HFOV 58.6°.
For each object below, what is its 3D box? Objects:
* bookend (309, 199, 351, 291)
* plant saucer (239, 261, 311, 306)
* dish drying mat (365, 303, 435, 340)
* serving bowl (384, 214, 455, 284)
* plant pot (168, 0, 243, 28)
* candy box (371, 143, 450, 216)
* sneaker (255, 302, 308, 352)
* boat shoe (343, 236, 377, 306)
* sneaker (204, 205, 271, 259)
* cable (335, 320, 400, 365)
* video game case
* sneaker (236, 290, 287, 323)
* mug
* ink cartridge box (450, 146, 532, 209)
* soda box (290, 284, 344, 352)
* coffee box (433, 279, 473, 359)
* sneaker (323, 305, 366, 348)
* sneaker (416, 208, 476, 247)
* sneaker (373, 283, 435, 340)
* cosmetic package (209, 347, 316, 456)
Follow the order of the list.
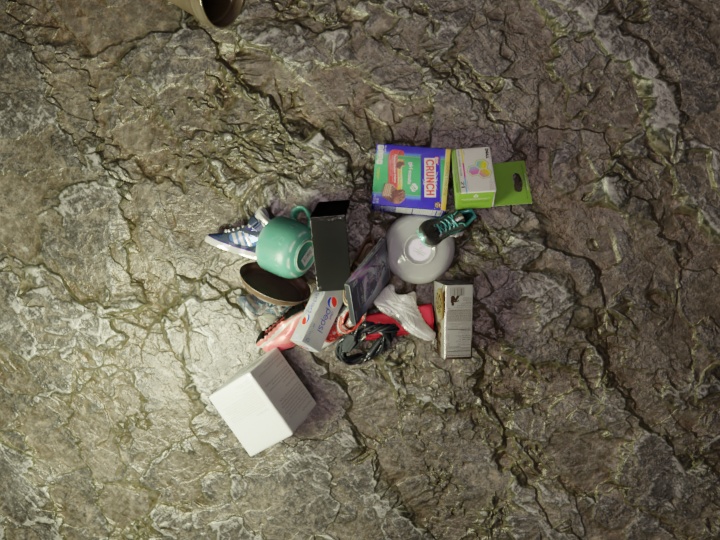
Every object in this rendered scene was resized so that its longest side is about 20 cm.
[{"bbox_3d":[-0.070,-0.070,1.709,0.092,0.199,0.201,-4,106,4],"label":"bookend"},{"bbox_3d":[-0.231,0.040,1.716,0.200,0.200,0.032,25,112,1],"label":"plant saucer"},{"bbox_3d":[0.107,0.145,1.791,0.199,0.018,0.077,-10,94,4],"label":"dish drying mat"},{"bbox_3d":[0.160,-0.060,1.744,0.199,0.066,0.201,0,95,3],"label":"serving bowl"},{"bbox_3d":[-0.424,-0.748,1.662,0.173,0.200,0.201,19,97,17],"label":"plant pot"},{"bbox_3d":[0.134,-0.240,1.709,0.199,0.077,0.170,5,83,1],"label":"candy box"},{"bbox_3d":[-0.195,0.166,1.796,0.200,0.074,0.087,-37,108,9],"label":"sneaker"},{"bbox_3d":[0.000,0.000,1.717,0.072,0.072,0.200,17,70,18],"label":"boat shoe"},{"bbox_3d":[-0.315,-0.114,1.766,0.200,0.081,0.147,17,89,5],"label":"sneaker"},{"bbox_3d":[0.017,0.195,1.745,0.163,0.200,0.051,-8,56,-31],"label":"cable"},{"bbox_3d":[0.022,0.028,1.679,0.019,0.200,0.143,17,137,26],"label":"video game case"},{"bbox_3d":[-0.258,0.082,1.721,0.086,0.200,0.078,-37,71,11],"label":"sneaker"},{"bbox_3d":[-0.184,-0.071,1.701,0.114,0.152,0.186,21,112,29],"label":"mug"},{"bbox_3d":[0.342,-0.246,1.677,0.199,0.076,0.148,-4,61,4],"label":"ink cartridge box"},{"bbox_3d":[-0.109,0.117,1.730,0.068,0.063,0.200,36,69,-31],"label":"soda box"},{"bbox_3d":[0.249,0.131,1.729,0.080,0.113,0.201,-1,96,-9],"label":"coffee box"},{"bbox_3d":[-0.064,0.155,1.755,0.201,0.108,0.067,-40,99,6],"label":"sneaker"},{"bbox_3d":[0.227,-0.122,1.669,0.091,0.200,0.078,-38,80,47],"label":"sneaker"},{"bbox_3d":[0.134,0.109,1.745,0.200,0.078,0.099,38,88,2],"label":"sneaker"},{"bbox_3d":[-0.261,0.354,1.738,0.166,0.167,0.200,-33,94,26],"label":"cosmetic package"}]
